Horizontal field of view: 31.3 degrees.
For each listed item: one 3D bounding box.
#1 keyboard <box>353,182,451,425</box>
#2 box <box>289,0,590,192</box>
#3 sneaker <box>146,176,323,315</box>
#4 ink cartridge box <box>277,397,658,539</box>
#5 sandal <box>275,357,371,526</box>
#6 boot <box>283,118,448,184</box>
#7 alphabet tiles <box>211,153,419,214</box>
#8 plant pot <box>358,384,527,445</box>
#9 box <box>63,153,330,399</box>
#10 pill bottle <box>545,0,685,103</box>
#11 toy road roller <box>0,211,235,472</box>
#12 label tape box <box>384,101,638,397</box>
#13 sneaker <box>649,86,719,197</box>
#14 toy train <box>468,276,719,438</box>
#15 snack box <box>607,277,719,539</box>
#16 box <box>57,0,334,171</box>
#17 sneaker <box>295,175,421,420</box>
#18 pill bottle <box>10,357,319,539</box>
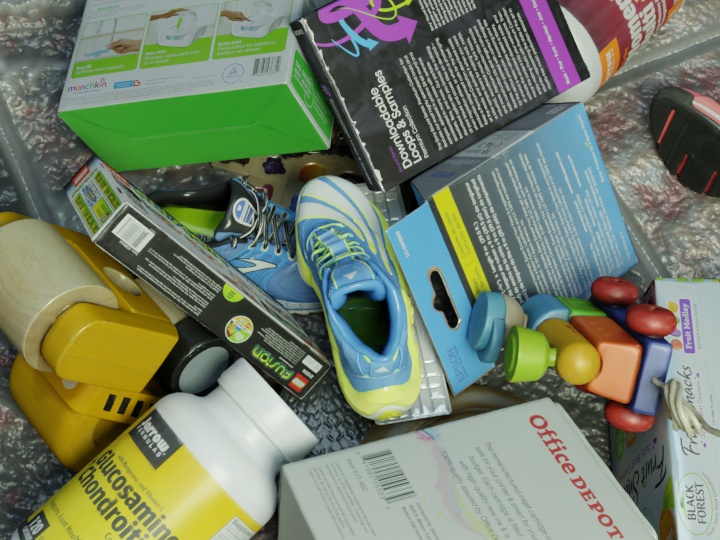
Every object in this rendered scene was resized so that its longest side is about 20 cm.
[{"bbox_3d":[0.020,0.019,0.958,0.056,0.011,0.200,-11,63,-2],"label":"keyboard"},{"bbox_3d":[0.063,-0.167,0.974,0.200,0.036,0.143,-30,104,-18],"label":"box"},{"bbox_3d":[-0.081,-0.021,0.997,0.200,0.089,0.079,7,63,-4],"label":"sneaker"},{"bbox_3d":[0.065,0.177,0.818,0.200,0.083,0.146,-11,41,-20],"label":"ink cartridge box"},{"bbox_3d":[-0.033,0.164,0.937,0.075,0.048,0.201,4,75,-3],"label":"sandal"},{"bbox_3d":[-0.005,-0.098,1.052,0.138,0.077,0.200,-23,59,-6],"label":"boot"},{"bbox_3d":[-0.016,-0.104,1.089,0.200,0.006,0.167,15,64,3],"label":"alphabet tiles"},{"bbox_3d":[0.086,0.176,0.918,0.200,0.027,0.200,6,69,-15],"label":"plant pot"},{"bbox_3d":[-0.115,0.005,0.908,0.035,0.200,0.110,-48,31,2],"label":"box"},{"bbox_3d":[0.182,-0.209,1.097,0.110,0.110,0.200,40,67,15],"label":"pill bottle"},{"bbox_3d":[-0.199,0.061,0.896,0.123,0.200,0.146,43,99,31],"label":"toy road roller"},{"bbox_3d":[0.103,-0.020,0.972,0.200,0.063,0.144,-32,111,-24],"label":"label tape box"},{"bbox_3d":[0.336,-0.096,1.086,0.200,0.074,0.087,36,53,9],"label":"sneaker"},{"bbox_3d":[0.148,0.061,0.848,0.116,0.200,0.085,7,104,-11],"label":"toy train"},{"bbox_3d":[0.220,0.124,0.916,0.053,0.142,0.200,3,64,-3],"label":"snack box"},{"bbox_3d":[-0.122,-0.186,1.035,0.200,0.097,0.177,-5,60,20],"label":"box"},{"bbox_3d":[0.000,0.000,0.903,0.076,0.105,0.200,-17,64,-7],"label":"sneaker"},{"bbox_3d":[-0.128,0.155,0.872,0.200,0.112,0.112,-42,73,-7],"label":"pill bottle"}]
